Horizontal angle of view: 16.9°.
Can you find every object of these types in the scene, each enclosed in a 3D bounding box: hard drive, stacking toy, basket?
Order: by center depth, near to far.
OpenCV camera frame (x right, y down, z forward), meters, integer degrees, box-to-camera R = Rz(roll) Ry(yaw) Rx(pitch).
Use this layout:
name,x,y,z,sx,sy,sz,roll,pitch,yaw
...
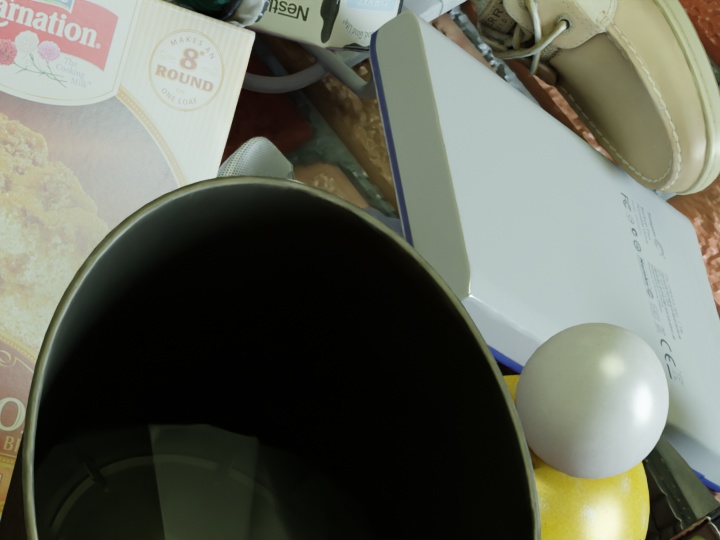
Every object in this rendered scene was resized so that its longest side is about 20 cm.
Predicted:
name,x,y,z,sx,sy,sz,roll,pitch,yaw
basket,-0.046,0.091,0.707,0.136,0.200,0.181,-3,72,-18
stacking toy,0.049,0.086,0.823,0.146,0.200,0.146,10,52,-13
hard drive,0.081,-0.004,0.943,0.200,0.025,0.132,31,39,-44

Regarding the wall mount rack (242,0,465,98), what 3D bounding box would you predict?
name,x,y,z,sx,sy,sz,roll,pitch,yaw
wall mount rack,-0.009,-0.168,1.072,0.174,0.075,0.200,44,52,15

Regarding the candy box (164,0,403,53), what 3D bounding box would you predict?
name,x,y,z,sx,sy,sz,roll,pitch,yaw
candy box,-0.051,-0.203,0.973,0.168,0.200,0.072,16,10,21

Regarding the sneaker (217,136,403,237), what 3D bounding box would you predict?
name,x,y,z,sx,sy,sz,roll,pitch,yaw
sneaker,0.000,0.000,0.916,0.200,0.115,0.075,-31,54,-34

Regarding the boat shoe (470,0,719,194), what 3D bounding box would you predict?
name,x,y,z,sx,sy,sz,roll,pitch,yaw
boat shoe,0.075,-0.109,0.996,0.064,0.071,0.200,-24,71,-31

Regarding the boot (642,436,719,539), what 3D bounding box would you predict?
name,x,y,z,sx,sy,sz,roll,pitch,yaw
boot,0.177,0.134,0.929,0.132,0.070,0.200,-23,76,-35

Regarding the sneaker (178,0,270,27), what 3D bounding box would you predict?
name,x,y,z,sx,sy,sz,roll,pitch,yaw
sneaker,-0.084,-0.129,0.861,0.080,0.200,0.078,1,99,-29

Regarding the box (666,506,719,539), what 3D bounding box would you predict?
name,x,y,z,sx,sy,sz,roll,pitch,yaw
box,0.203,0.157,0.865,0.110,0.035,0.200,-26,79,-37

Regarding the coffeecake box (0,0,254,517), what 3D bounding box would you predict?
name,x,y,z,sx,sy,sz,roll,pitch,yaw
coffeecake box,-0.141,-0.009,0.821,0.153,0.073,0.200,16,87,-25
